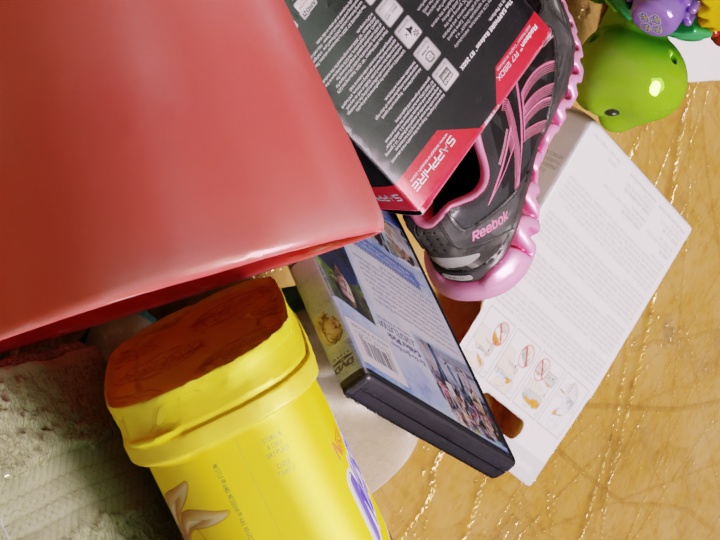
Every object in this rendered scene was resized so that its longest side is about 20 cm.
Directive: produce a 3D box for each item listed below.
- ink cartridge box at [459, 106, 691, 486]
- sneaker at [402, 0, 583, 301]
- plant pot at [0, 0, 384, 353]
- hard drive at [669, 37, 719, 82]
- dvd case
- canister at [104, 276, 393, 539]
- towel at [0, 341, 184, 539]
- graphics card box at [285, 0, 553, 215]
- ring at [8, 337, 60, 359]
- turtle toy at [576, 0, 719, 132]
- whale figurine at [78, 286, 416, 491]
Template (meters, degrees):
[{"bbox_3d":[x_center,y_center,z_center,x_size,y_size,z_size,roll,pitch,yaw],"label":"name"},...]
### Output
[{"bbox_3d":[0.111,0.017,1.311,0.201,0.047,0.160,-57,141,-5],"label":"ink cartridge box"},{"bbox_3d":[0.063,-0.090,1.136,0.095,0.079,0.201,39,54,-52],"label":"sneaker"},{"bbox_3d":[-0.105,-0.073,0.872,0.200,0.200,0.179,-16,89,-45],"label":"plant pot"},{"bbox_3d":[0.210,-0.218,1.322,0.131,0.026,0.201,-9,114,-47],"label":"hard drive"},{"bbox_3d":[0.000,0.000,1.025,0.018,0.201,0.143,-36,144,15],"label":"dvd case"},{"bbox_3d":[-0.029,0.117,0.915,0.086,0.149,0.201,-25,102,-2],"label":"canister"},{"bbox_3d":[-0.127,0.102,0.870,0.036,0.149,0.200,-30,175,17],"label":"towel"},{"bbox_3d":[-0.009,-0.138,1.028,0.200,0.051,0.126,45,71,-27],"label":"graphics card box"},{"bbox_3d":[-0.185,0.004,0.900,0.200,0.019,0.202,-8,90,-67],"label":"ring"},{"bbox_3d":[0.186,-0.169,1.209,0.145,0.101,0.200,1,138,-46],"label":"turtle toy"},{"bbox_3d":[-0.065,0.052,1.069,0.199,0.104,0.159,18,133,-32],"label":"whale figurine"}]
